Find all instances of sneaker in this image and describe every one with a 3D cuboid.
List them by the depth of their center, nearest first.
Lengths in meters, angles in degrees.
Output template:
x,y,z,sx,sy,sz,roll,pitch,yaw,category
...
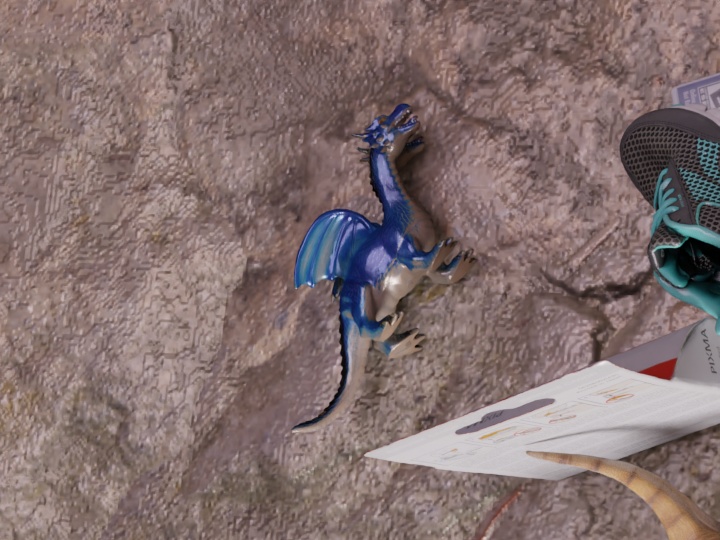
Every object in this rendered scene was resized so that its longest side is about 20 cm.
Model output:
x,y,z,sx,sy,sz,roll,pitch,yaw,category
0.189,-0.027,1.518,0.200,0.091,0.078,47,139,47,sneaker

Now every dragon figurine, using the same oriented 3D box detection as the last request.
x,y,z,sx,sy,sz,roll,pitch,yaw,category
0.000,0.000,1.678,0.099,0.059,0.201,34,95,29,dragon figurine

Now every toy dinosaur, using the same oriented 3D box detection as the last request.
x,y,z,sx,sy,sz,roll,pitch,yaw,category
0.192,0.153,1.508,0.106,0.060,0.201,-33,94,-16,toy dinosaur

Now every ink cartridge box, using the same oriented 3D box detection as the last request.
x,y,z,sx,sy,sz,roll,pitch,yaw,category
0.114,0.066,1.510,0.162,0.200,0.050,-23,68,31,ink cartridge box

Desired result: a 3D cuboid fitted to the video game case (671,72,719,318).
x,y,z,sx,sy,sz,roll,pitch,yaw,category
0.278,-0.034,1.563,0.181,0.023,0.201,-16,72,23,video game case
